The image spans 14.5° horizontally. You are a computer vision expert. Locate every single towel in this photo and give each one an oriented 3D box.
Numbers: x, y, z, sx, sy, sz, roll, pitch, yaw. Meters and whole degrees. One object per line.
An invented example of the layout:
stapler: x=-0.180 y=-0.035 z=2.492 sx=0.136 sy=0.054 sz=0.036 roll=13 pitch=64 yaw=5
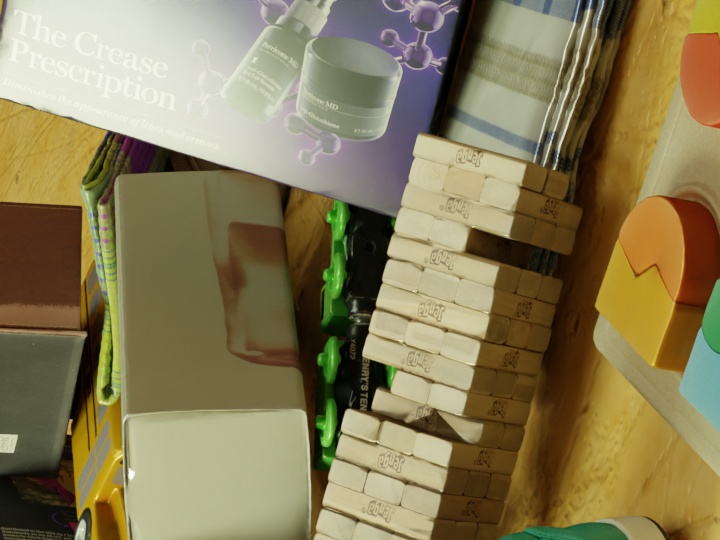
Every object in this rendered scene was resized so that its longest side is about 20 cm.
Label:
towel: x=-0.118 y=-0.037 z=1.548 sx=0.200 sy=0.023 sz=0.144 roll=-74 pitch=-14 yaw=-53
towel: x=0.064 y=-0.053 z=1.204 sx=0.147 sy=0.024 sz=0.201 roll=-149 pitch=73 yaw=-71

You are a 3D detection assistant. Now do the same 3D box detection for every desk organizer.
desk organizer: x=-0.192 y=0.041 z=1.551 sx=0.200 sy=0.071 sz=0.077 roll=111 pitch=159 yaw=-62

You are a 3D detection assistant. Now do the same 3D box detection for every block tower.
block tower: x=0.032 y=0.053 z=1.116 sx=0.058 sy=0.054 sz=0.201 roll=17 pitch=92 yaw=33

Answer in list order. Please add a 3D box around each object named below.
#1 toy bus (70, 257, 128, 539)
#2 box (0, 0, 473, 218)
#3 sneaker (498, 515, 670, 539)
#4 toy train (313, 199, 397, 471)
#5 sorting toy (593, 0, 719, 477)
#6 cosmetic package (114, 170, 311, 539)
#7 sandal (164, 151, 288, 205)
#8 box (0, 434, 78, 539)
toy bus: x=-0.121 y=0.085 z=1.579 sx=0.201 sy=0.065 sz=0.078 roll=-100 pitch=30 yaw=-45
box: x=-0.052 y=-0.124 z=1.260 sx=0.079 sy=0.199 sz=0.142 roll=-66 pitch=-9 yaw=-62
sneaker: x=0.025 y=0.163 z=1.046 sx=0.200 sy=0.120 sz=0.084 roll=-61 pitch=39 yaw=41
toy train: x=0.000 y=0.000 z=1.331 sx=0.056 sy=0.041 sz=0.201 roll=122 pitch=153 yaw=-68
sorting toy: x=0.137 y=-0.024 z=0.971 sx=0.200 sy=0.036 sz=0.186 roll=-124 pitch=48 yaw=-63
cosmetic package: x=-0.073 y=0.046 z=1.374 sx=0.200 sy=0.087 sz=0.104 roll=-98 pitch=7 yaw=-53
sandal: x=-0.078 y=-0.037 z=1.531 sx=0.080 sy=0.057 sz=0.202 roll=-177 pitch=97 yaw=-70
box: x=-0.186 y=0.185 z=1.643 sx=0.200 sy=0.106 sz=0.123 roll=-124 pitch=48 yaw=-63
